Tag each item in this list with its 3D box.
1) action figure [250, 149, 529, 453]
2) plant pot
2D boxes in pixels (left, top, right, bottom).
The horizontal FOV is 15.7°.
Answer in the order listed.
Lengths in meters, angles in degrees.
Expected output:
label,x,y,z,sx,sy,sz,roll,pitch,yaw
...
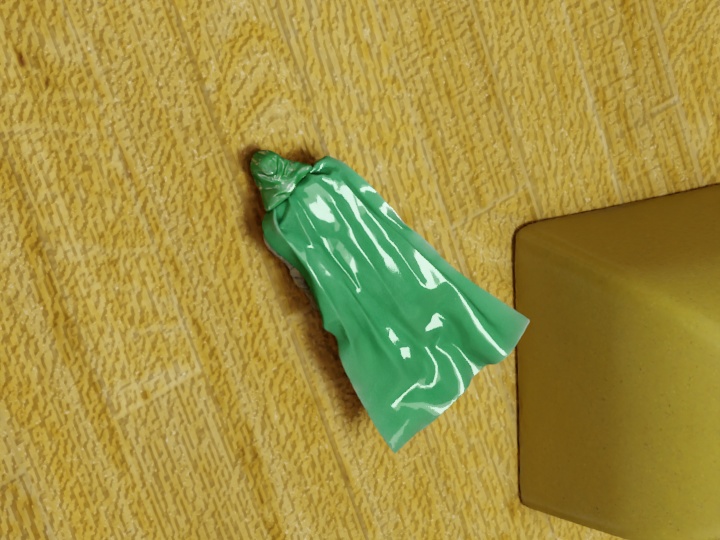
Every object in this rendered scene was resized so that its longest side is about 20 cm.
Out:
label,x,y,z,sx,sy,sz,roll,pitch,yaw
action figure,0.000,0.000,1.588,0.118,0.055,0.200,-45,114,-11
plant pot,0.232,0.070,1.657,0.195,0.200,0.195,-11,109,-27
